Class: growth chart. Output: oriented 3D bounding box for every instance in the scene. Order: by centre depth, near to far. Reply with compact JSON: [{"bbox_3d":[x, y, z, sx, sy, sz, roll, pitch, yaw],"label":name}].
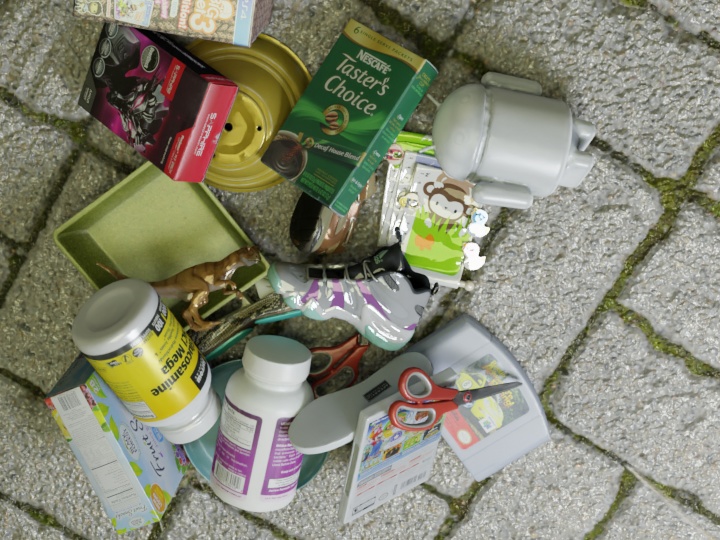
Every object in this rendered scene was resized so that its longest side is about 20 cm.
[{"bbox_3d":[0.088,-0.074,1.658,0.144,0.018,0.201,4,110,3],"label":"growth chart"}]

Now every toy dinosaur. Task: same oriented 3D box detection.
[{"bbox_3d":[-0.208,0.021,1.656,0.199,0.060,0.107,-14,85,7],"label":"toy dinosaur"}]

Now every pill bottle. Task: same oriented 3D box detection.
[{"bbox_3d":[-0.251,0.114,1.641,0.112,0.113,0.201,-22,127,12],"label":"pill bottle"},{"bbox_3d":[-0.119,0.187,1.690,0.111,0.112,0.201,13,110,0],"label":"pill bottle"}]

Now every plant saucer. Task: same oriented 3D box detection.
[{"bbox_3d":[-0.243,-0.030,1.681,0.199,0.048,0.200,-34,107,15],"label":"plant saucer"},{"bbox_3d":[-0.135,0.203,1.770,0.198,0.027,0.202,1,109,4],"label":"plant saucer"}]

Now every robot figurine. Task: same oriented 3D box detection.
[{"bbox_3d":[0.168,-0.150,1.565,0.198,0.171,0.113,11,153,-7],"label":"robot figurine"}]

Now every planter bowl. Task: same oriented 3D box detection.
[{"bbox_3d":[-0.150,-0.178,1.608,0.199,0.084,0.202,2,110,4],"label":"planter bowl"}]

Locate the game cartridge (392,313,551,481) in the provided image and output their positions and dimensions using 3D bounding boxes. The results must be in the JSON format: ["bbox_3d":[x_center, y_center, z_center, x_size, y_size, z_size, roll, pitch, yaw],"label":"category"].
[{"bbox_3d":[0.149,0.159,1.725,0.133,0.041,0.200,-34,103,11],"label":"game cartridge"}]

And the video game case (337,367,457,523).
[{"bbox_3d":[0.044,0.218,1.678,0.018,0.143,0.201,45,142,32],"label":"video game case"}]

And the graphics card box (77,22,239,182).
[{"bbox_3d":[-0.236,-0.202,1.568,0.200,0.051,0.126,39,115,33],"label":"graphics card box"}]

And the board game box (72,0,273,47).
[{"bbox_3d":[-0.202,-0.326,1.520,0.198,0.160,0.098,10,110,1],"label":"board game box"}]

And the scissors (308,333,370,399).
[{"bbox_3d":[0.009,0.089,1.706,0.199,0.014,0.073,-36,101,10],"label":"scissors"}]

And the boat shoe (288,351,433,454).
[{"bbox_3d":[0.006,0.172,1.655,0.199,0.069,0.057,-29,143,-14],"label":"boat shoe"}]

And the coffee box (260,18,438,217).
[{"bbox_3d":[-0.014,-0.177,1.558,0.123,0.044,0.201,35,91,29],"label":"coffee box"}]

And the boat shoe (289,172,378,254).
[{"bbox_3d":[-0.019,-0.112,1.632,0.073,0.076,0.201,15,104,-35],"label":"boat shoe"}]

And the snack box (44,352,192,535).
[{"bbox_3d":[-0.299,0.200,1.707,0.067,0.169,0.201,-22,105,16],"label":"snack box"}]

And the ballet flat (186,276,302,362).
[{"bbox_3d":[-0.139,0.049,1.702,0.199,0.068,0.076,-25,83,14],"label":"ballet flat"}]

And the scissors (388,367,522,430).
[{"bbox_3d":[0.115,0.159,1.631,0.199,0.014,0.074,9,87,-37],"label":"scissors"}]

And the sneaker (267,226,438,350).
[{"bbox_3d":[0.000,0.000,1.618,0.199,0.078,0.140,22,118,-22],"label":"sneaker"}]
